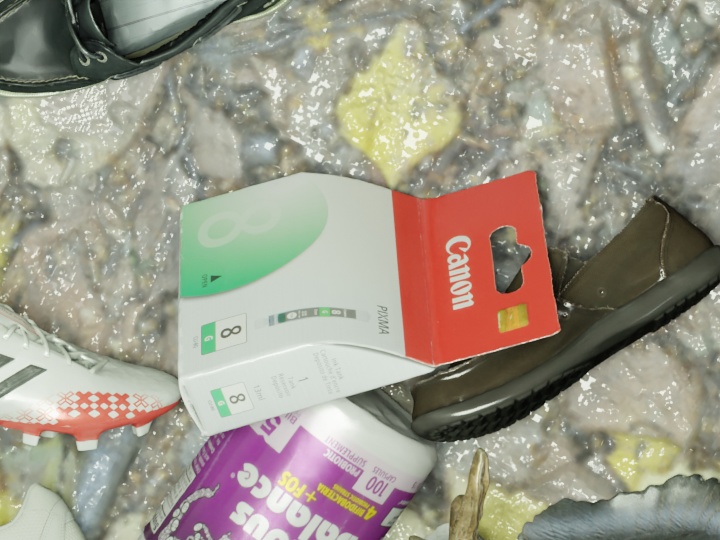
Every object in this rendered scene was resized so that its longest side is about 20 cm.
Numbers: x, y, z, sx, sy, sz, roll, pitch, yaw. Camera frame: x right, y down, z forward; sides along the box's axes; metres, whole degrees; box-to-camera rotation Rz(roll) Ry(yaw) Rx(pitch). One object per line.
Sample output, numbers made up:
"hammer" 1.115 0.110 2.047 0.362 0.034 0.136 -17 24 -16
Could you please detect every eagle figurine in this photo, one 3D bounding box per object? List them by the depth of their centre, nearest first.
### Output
"eagle figurine" 0.130 0.192 1.628 0.200 0.151 0.152 9 140 -22

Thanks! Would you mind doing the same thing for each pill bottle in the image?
"pill bottle" -0.055 0.148 1.641 0.112 0.112 0.200 35 97 4

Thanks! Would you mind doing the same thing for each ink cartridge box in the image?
"ink cartridge box" 0.000 0.000 1.604 0.200 0.161 0.050 -18 125 10

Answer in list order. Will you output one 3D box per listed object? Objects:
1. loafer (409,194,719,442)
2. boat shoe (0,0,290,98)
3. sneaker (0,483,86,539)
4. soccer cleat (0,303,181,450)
"loafer" 0.105 0.026 1.627 0.200 0.073 0.071 -30 79 -13
"boat shoe" -0.133 -0.145 1.657 0.199 0.066 0.075 -12 92 8
"sneaker" -0.244 0.187 1.695 0.200 0.076 0.092 -23 82 1
"soccer cleat" -0.196 0.050 1.652 0.199 0.069 0.085 2 103 -13
